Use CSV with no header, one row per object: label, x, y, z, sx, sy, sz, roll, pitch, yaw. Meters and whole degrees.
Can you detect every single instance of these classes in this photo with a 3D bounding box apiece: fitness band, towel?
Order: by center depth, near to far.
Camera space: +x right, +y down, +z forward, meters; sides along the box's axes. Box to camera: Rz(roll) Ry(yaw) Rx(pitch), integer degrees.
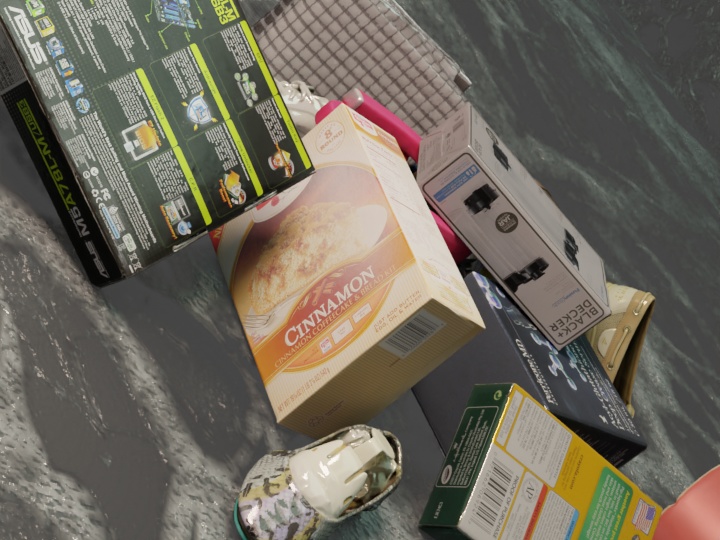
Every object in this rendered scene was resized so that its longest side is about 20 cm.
fitness band,0.037,-0.080,1.485,0.199,0.037,0.144,30,27,-48
towel,-0.010,-0.179,1.608,0.200,0.165,0.086,41,16,-25

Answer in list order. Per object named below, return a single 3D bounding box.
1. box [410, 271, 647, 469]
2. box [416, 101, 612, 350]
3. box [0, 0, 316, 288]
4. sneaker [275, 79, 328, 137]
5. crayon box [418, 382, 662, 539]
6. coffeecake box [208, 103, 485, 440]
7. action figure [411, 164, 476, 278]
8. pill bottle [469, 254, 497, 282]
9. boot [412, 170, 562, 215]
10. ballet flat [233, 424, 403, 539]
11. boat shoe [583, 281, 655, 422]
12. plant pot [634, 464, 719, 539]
box,0.140,0.109,1.513,0.199,0.107,0.149,22,35,-53
box,0.135,-0.039,1.504,0.200,0.060,0.117,47,19,-17
box,-0.144,-0.118,1.178,0.193,0.047,0.202,-33,101,-42
sneaker,-0.079,-0.143,1.517,0.199,0.081,0.076,34,27,-36
crayon box,0.146,0.195,1.362,0.200,0.051,0.127,39,62,-29
coffeecake box,-0.016,0.002,1.286,0.073,0.153,0.201,29,29,-46
action figure,0.059,-0.065,1.703,0.130,0.069,0.201,24,36,-61
pill bottle,0.167,0.016,1.729,0.111,0.111,0.201,41,22,-25
boot,0.131,-0.051,1.627,0.198,0.075,0.097,3,34,-42
ballet flat,-0.020,0.139,1.166,0.072,0.072,0.200,54,20,9
boat shoe,0.239,0.113,1.630,0.063,0.203,0.073,13,14,32
plant pot,0.344,0.287,1.561,0.177,0.201,0.200,46,17,20
